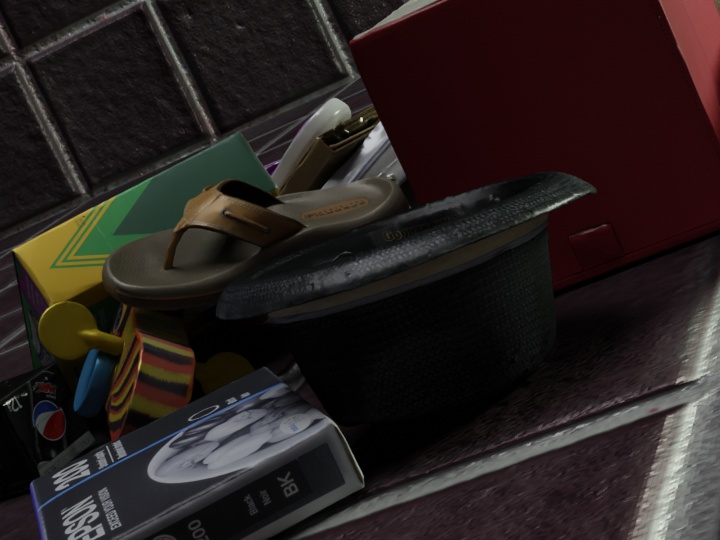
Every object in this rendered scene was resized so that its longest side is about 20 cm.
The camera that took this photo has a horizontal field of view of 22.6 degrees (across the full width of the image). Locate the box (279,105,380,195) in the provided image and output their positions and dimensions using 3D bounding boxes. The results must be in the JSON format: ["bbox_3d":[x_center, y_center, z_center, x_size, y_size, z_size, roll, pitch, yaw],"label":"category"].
[{"bbox_3d":[-0.042,-0.050,1.425,0.200,0.021,0.163,-53,-9,32],"label":"box"}]

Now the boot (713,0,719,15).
[{"bbox_3d":[0.230,-0.124,1.167,0.155,0.200,0.073,19,3,14],"label":"boot"}]

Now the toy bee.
[{"bbox_3d":[-0.140,0.044,1.112,0.131,0.109,0.200,17,2,-38],"label":"toy bee"}]

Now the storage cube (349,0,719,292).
[{"bbox_3d":[0.122,-0.102,1.063,0.200,0.180,0.171,-21,11,23],"label":"storage cube"}]

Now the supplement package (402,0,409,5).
[{"bbox_3d":[0.126,-0.154,1.272,0.121,0.200,0.120,-28,9,-12],"label":"supplement package"}]

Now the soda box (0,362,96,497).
[{"bbox_3d":[-0.281,0.127,1.230,0.200,0.063,0.071,-20,12,34],"label":"soda box"}]

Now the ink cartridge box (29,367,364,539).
[{"bbox_3d":[-0.111,0.120,0.890,0.200,0.043,0.198,-29,10,-9],"label":"ink cartridge box"}]

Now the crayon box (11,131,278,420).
[{"bbox_3d":[-0.146,0.011,1.248,0.172,0.058,0.200,-28,-22,-18],"label":"crayon box"}]

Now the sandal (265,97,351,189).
[{"bbox_3d":[-0.079,-0.064,1.427,0.203,0.050,0.082,-50,-8,20],"label":"sandal"}]

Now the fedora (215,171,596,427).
[{"bbox_3d":[0.033,0.020,0.887,0.200,0.092,0.201,-19,5,2],"label":"fedora"}]

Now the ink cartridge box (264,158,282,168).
[{"bbox_3d":[-0.121,-0.032,1.647,0.136,0.076,0.200,-21,12,26],"label":"ink cartridge box"}]

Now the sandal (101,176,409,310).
[{"bbox_3d":[-0.066,-0.031,1.107,0.200,0.054,0.080,-18,31,-15],"label":"sandal"}]

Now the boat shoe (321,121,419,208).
[{"bbox_3d":[0.010,-0.038,1.336,0.070,0.071,0.200,26,57,20],"label":"boat shoe"}]
